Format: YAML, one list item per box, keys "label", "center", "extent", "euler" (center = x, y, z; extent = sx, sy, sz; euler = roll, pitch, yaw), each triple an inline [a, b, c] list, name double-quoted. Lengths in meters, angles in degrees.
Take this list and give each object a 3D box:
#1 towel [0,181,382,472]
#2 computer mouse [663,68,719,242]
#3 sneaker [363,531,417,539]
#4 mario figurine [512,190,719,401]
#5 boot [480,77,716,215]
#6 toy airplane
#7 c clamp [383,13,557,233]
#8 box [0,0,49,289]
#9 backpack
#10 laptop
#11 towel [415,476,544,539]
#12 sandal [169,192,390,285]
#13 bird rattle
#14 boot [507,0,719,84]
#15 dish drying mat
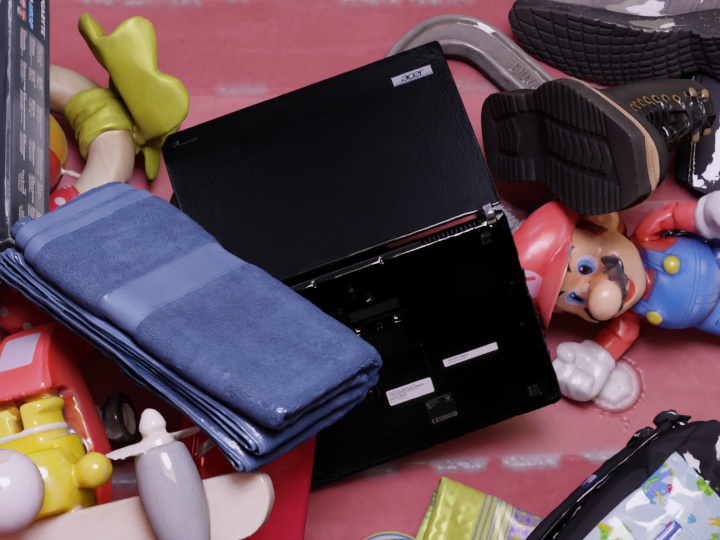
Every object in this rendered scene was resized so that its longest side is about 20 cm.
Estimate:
- label: "towel"
  center: [-0.092, 0.025, 1.270]
  extent: [0.200, 0.049, 0.111]
  euler: [33, 36, 25]
- label: "computer mouse"
  center: [0.267, -0.076, 1.516]
  extent: [0.140, 0.046, 0.201]
  euler: [17, 59, 1]
- label: "sneaker"
  center: [-0.013, 0.229, 1.259]
  extent: [0.074, 0.082, 0.201]
  euler: [27, 78, -8]
- label: "mario figurine"
  center: [0.178, 0.016, 1.409]
  extent: [0.199, 0.106, 0.124]
  euler: [7, 78, -14]
- label: "boot"
  center: [0.171, -0.087, 1.407]
  extent: [0.138, 0.200, 0.078]
  euler: [-10, 106, -18]
- label: "toy airplane"
  center: [-0.170, 0.144, 1.258]
  extent: [0.199, 0.141, 0.200]
  euler: [33, 83, 28]
- label: "c clamp"
  center: [0.077, -0.073, 1.492]
  extent: [0.171, 0.027, 0.200]
  euler: [-34, 72, -25]
- label: "box"
  center: [-0.258, -0.073, 1.379]
  extent: [0.158, 0.046, 0.201]
  euler: [-16, 59, 20]
- label: "backpack"
  center: [0.126, 0.188, 1.260]
  extent: [0.199, 0.163, 0.154]
  euler: [-30, 84, -16]
- label: "laptop"
  center: [0.000, 0.000, 1.371]
  extent: [0.176, 0.201, 0.103]
  euler: [-19, 24, 1]
- label: "towel"
  center: [0.115, 0.210, 1.343]
  extent: [0.199, 0.023, 0.144]
  euler: [22, 60, 3]
- label: "sandal"
  center: [-0.025, 0.004, 1.416]
  extent: [0.199, 0.055, 0.082]
  euler: [30, 102, 13]
- label: "bird rattle"
  center: [-0.186, -0.054, 1.418]
  extent: [0.162, 0.113, 0.201]
  euler: [16, 72, 13]
- label: "boot"
  center: [0.204, -0.191, 1.534]
  extent: [0.199, 0.070, 0.132]
  euler: [7, 61, 15]
- label: "dish drying mat"
  center: [-0.070, 0.151, 1.305]
  extent: [0.076, 0.018, 0.201]
  euler: [8, 82, -6]
